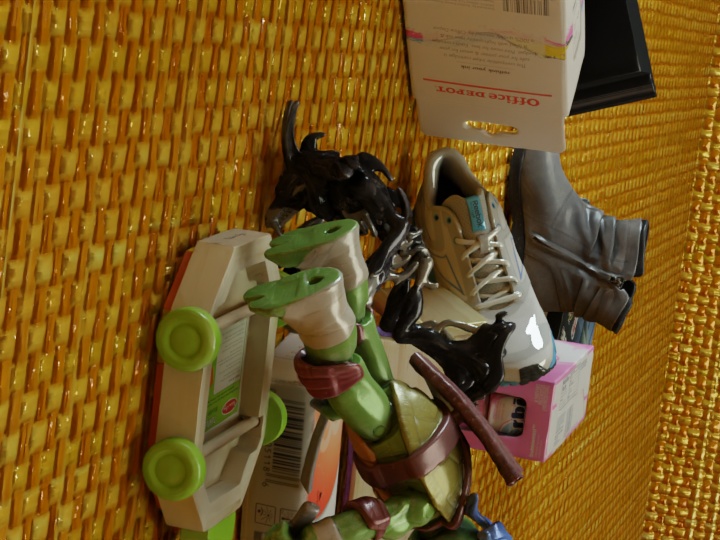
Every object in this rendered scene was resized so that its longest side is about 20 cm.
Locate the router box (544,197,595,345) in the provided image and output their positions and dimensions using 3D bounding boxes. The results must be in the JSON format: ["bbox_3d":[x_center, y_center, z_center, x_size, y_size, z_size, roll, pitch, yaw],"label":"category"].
[{"bbox_3d":[0.183,0.039,2.188,0.200,0.062,0.150,72,29,-62],"label":"router box"}]

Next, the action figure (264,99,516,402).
[{"bbox_3d":[0.000,0.000,1.331,0.102,0.200,0.119,-43,-172,-10],"label":"action figure"}]

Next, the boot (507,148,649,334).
[{"bbox_3d":[0.198,-0.052,2.047,0.070,0.131,0.201,-32,130,-71],"label":"boot"}]

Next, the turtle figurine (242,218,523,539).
[{"bbox_3d":[-0.027,0.085,1.213,0.144,0.199,0.195,-36,117,-39],"label":"turtle figurine"}]

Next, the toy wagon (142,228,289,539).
[{"bbox_3d":[-0.079,0.081,1.237,0.155,0.039,0.201,-25,124,-73],"label":"toy wagon"}]

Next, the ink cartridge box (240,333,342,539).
[{"bbox_3d":[-0.023,0.110,1.455,0.200,0.050,0.163,-42,140,-64],"label":"ink cartridge box"}]

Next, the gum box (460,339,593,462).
[{"bbox_3d":[0.114,0.097,1.847,0.200,0.113,0.066,-24,122,-74],"label":"gum box"}]

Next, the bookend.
[{"bbox_3d":[0.147,-0.216,1.686,0.199,0.092,0.201,-20,99,-77],"label":"bookend"}]

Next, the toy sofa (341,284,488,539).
[{"bbox_3d":[0.020,0.113,1.569,0.083,0.097,0.201,-140,-129,-61],"label":"toy sofa"}]

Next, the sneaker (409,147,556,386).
[{"bbox_3d":[0.079,-0.007,1.602,0.087,0.075,0.200,89,-20,-47],"label":"sneaker"}]

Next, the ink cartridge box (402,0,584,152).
[{"bbox_3d":[0.094,-0.176,1.597,0.200,0.116,0.068,83,20,-50],"label":"ink cartridge box"}]
